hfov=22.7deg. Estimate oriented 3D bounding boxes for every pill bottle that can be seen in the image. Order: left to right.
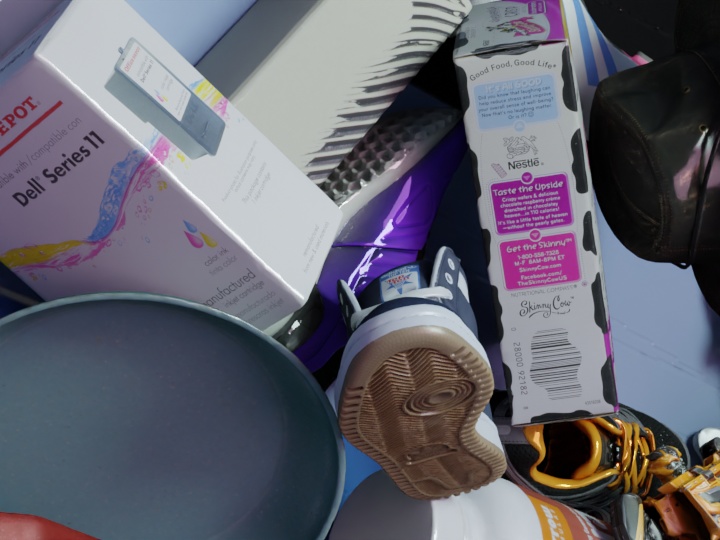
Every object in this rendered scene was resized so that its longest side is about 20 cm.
[{"bbox_3d":[0.081,0.174,0.966,0.199,0.112,0.113,26,71,-35],"label":"pill bottle"}]

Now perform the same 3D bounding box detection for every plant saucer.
[{"bbox_3d":[-0.107,0.083,0.805,0.200,0.200,0.036,41,21,-29],"label":"plant saucer"}]

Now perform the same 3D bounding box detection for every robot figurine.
[{"bbox_3d":[0.219,0.179,0.966,0.145,0.058,0.201,-22,77,-45],"label":"robot figurine"}]

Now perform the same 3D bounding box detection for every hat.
[{"bbox_3d":[0.168,-0.061,0.963,0.080,0.201,0.202,-5,90,-7],"label":"hat"}]

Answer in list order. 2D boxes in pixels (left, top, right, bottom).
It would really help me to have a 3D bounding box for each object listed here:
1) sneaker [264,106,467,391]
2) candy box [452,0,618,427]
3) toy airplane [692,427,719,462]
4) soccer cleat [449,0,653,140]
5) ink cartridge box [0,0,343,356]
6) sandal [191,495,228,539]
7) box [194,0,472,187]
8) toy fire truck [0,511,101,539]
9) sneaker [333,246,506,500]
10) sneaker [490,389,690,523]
[{"bbox_3d":[-0.001,0.000,0.949,0.200,0.069,0.100,-48,123,-27],"label":"sneaker"},{"bbox_3d":[0.095,-0.036,0.961,0.136,0.061,0.201,-77,157,-70],"label":"candy box"},{"bbox_3d":[0.315,0.098,1.144,0.199,0.141,0.200,20,62,-18],"label":"toy airplane"},{"bbox_3d":[0.127,-0.106,1.064,0.200,0.070,0.087,43,76,-25],"label":"soccer cleat"},{"bbox_3d":[-0.120,-0.048,0.796,0.200,0.117,0.067,43,42,-18],"label":"ink cartridge box"},{"bbox_3d":[-0.062,0.111,0.889,0.080,0.057,0.202,-43,112,-33],"label":"sandal"},{"bbox_3d":[-0.034,-0.095,0.915,0.200,0.082,0.068,-51,117,-28],"label":"box"},{"bbox_3d":[-0.168,0.138,0.719,0.167,0.200,0.113,11,58,-35],"label":"toy fire truck"},{"bbox_3d":[0.020,0.028,0.825,0.200,0.070,0.109,66,10,-65],"label":"sneaker"},{"bbox_3d":[0.129,0.108,1.034,0.199,0.077,0.079,9,78,-40],"label":"sneaker"}]
